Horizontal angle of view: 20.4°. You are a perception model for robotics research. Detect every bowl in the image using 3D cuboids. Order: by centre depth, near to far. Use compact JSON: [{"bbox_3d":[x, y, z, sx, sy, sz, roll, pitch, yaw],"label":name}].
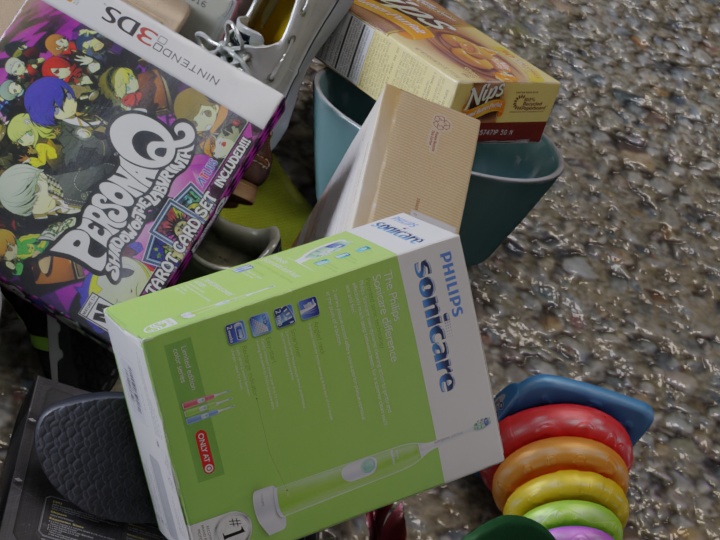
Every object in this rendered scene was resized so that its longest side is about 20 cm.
[{"bbox_3d":[0.044,-0.070,1.527,0.200,0.105,0.201,17,23,-8],"label":"bowl"}]

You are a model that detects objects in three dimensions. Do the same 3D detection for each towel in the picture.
[{"bbox_3d":[-0.045,-0.010,1.498,0.086,0.018,0.200,-12,55,-41],"label":"towel"}]

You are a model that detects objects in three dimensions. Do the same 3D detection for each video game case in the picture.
[{"bbox_3d":[-0.174,-0.072,1.286,0.181,0.036,0.200,31,77,5],"label":"video game case"}]

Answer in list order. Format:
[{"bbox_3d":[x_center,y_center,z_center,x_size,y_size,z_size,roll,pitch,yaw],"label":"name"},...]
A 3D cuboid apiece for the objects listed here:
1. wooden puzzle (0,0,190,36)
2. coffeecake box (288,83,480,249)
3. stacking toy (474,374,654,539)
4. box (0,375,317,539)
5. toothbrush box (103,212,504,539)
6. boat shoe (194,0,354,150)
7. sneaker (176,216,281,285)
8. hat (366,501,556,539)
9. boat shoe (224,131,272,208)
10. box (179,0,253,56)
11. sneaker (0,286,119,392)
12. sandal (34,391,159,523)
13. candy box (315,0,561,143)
[{"bbox_3d":[-0.249,-0.159,1.466,0.185,0.037,0.200,29,70,-1],"label":"wooden puzzle"},{"bbox_3d":[0.000,0.000,1.350,0.073,0.200,0.154,21,51,-10],"label":"coffeecake box"},{"bbox_3d":[0.138,0.178,1.338,0.109,0.116,0.200,16,44,-18],"label":"stacking toy"},{"bbox_3d":[-0.126,0.163,1.235,0.199,0.048,0.159,19,39,-14],"label":"box"},{"bbox_3d":[-0.031,0.068,1.169,0.199,0.146,0.086,-18,18,-17],"label":"toothbrush box"},{"bbox_3d":[-0.078,-0.164,1.479,0.075,0.202,0.086,39,9,39],"label":"boat shoe"},{"bbox_3d":[-0.146,-0.026,1.392,0.199,0.090,0.067,19,42,-13],"label":"sneaker"},{"bbox_3d":[0.020,0.208,1.268,0.176,0.166,0.200,14,58,40],"label":"hat"},{"bbox_3d":[-0.103,-0.083,1.409,0.070,0.200,0.071,18,84,-21],"label":"boat shoe"},{"bbox_3d":[-0.133,-0.240,1.603,0.109,0.128,0.200,29,39,-1],"label":"box"},{"bbox_3d":[-0.214,-0.001,1.338,0.072,0.083,0.201,10,66,-60],"label":"sneaker"},{"bbox_3d":[-0.105,0.115,1.219,0.199,0.076,0.043,8,4,-25],"label":"sandal"},{"bbox_3d":[0.042,-0.164,1.530,0.115,0.055,0.200,-3,31,-43],"label":"candy box"}]
